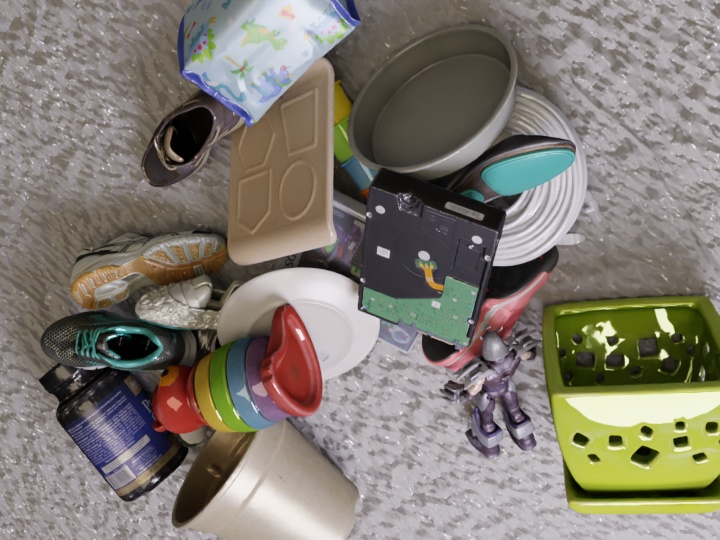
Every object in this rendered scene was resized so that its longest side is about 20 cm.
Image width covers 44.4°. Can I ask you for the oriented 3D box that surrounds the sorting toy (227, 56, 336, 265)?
[{"bbox_3d":[-0.087,-0.117,0.987,0.184,0.036,0.203,-12,78,47],"label":"sorting toy"}]

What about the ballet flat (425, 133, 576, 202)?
[{"bbox_3d":[0.127,-0.103,0.924,0.199,0.073,0.074,-28,101,26],"label":"ballet flat"}]

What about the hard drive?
[{"bbox_3d":[0.070,-0.007,0.936,0.138,0.038,0.201,20,140,13],"label":"hard drive"}]

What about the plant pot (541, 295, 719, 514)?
[{"bbox_3d":[0.310,0.156,0.991,0.197,0.200,0.184,-5,114,12],"label":"plant pot"}]

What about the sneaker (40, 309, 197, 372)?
[{"bbox_3d":[-0.303,0.085,1.070,0.197,0.091,0.079,0,84,10],"label":"sneaker"}]

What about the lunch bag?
[{"bbox_3d":[-0.102,-0.281,0.932,0.169,0.201,0.127,-38,132,21],"label":"lunch bag"}]

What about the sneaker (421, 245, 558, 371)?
[{"bbox_3d":[0.161,0.043,1.056,0.200,0.074,0.087,-45,139,7],"label":"sneaker"}]

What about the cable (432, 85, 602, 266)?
[{"bbox_3d":[0.151,-0.103,0.985,0.198,0.069,0.202,-17,95,20],"label":"cable"}]

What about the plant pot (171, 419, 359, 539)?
[{"bbox_3d":[-0.109,0.285,1.127,0.183,0.201,0.201,38,112,-15],"label":"plant pot"}]

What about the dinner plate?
[{"bbox_3d":[-0.074,0.077,1.065,0.197,0.024,0.202,-4,134,-4],"label":"dinner plate"}]

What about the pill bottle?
[{"bbox_3d":[-0.329,0.196,1.170,0.111,0.112,0.201,-33,100,19],"label":"pill bottle"}]

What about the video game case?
[{"bbox_3d":[0.000,0.000,1.047,0.198,0.023,0.183,26,138,2],"label":"video game case"}]

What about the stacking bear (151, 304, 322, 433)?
[{"bbox_3d":[-0.154,0.136,1.025,0.198,0.122,0.114,-16,127,21],"label":"stacking bear"}]

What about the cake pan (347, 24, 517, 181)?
[{"bbox_3d":[0.079,-0.175,0.938,0.198,0.202,0.037,-25,136,18],"label":"cake pan"}]

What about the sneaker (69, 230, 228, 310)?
[{"bbox_3d":[-0.267,-0.022,1.108,0.197,0.088,0.076,-14,129,-8],"label":"sneaker"}]

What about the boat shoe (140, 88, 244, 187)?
[{"bbox_3d":[-0.209,-0.156,1.026,0.075,0.073,0.199,52,131,-3],"label":"boat shoe"}]

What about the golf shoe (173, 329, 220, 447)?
[{"bbox_3d":[-0.200,0.142,1.146,0.093,0.078,0.203,6,110,9],"label":"golf shoe"}]

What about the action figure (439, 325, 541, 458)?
[{"bbox_3d":[0.157,0.139,1.042,0.129,0.070,0.202,-21,131,-10],"label":"action figure"}]

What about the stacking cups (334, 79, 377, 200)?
[{"bbox_3d":[0.008,-0.119,1.018,0.060,0.061,0.201,-32,95,19],"label":"stacking cups"}]

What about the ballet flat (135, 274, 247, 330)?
[{"bbox_3d":[-0.172,0.037,1.083,0.197,0.072,0.073,9,112,-19],"label":"ballet flat"}]
